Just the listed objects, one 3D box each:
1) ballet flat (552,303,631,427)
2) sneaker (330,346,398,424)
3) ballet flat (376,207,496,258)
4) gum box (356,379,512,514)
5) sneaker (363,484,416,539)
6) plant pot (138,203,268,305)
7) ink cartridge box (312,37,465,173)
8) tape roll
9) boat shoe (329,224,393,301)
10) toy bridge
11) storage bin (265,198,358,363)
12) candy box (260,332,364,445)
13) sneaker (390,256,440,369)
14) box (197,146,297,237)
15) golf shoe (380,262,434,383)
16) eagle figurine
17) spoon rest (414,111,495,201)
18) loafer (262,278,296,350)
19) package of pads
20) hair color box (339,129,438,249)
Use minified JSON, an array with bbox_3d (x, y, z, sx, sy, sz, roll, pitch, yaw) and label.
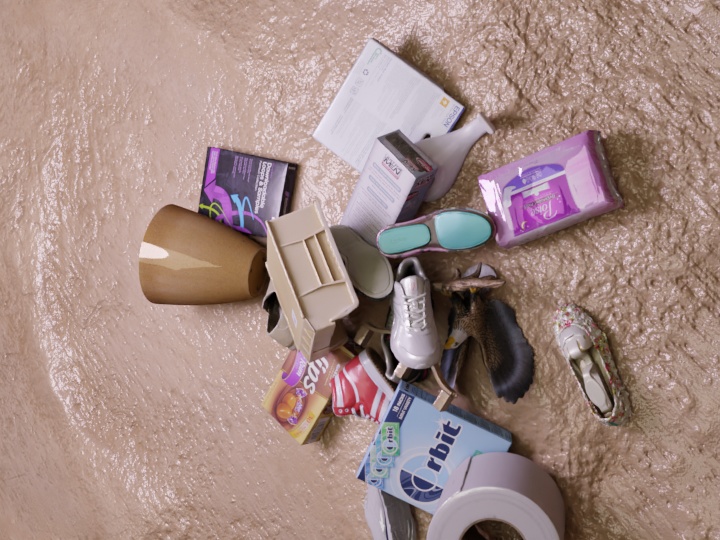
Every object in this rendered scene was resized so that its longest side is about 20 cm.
[{"bbox_3d":[0.342,0.139,1.454,0.075,0.064,0.202,-36,72,28],"label":"ballet flat"},{"bbox_3d":[0.028,0.241,1.630,0.112,0.071,0.201,-36,81,16],"label":"sneaker"},{"bbox_3d":[0.123,-0.059,1.539,0.197,0.071,0.070,-10,91,22],"label":"ballet flat"},{"bbox_3d":[0.117,0.296,1.558,0.198,0.045,0.172,26,105,0],"label":"gum box"},{"bbox_3d":[0.037,0.380,1.648,0.080,0.076,0.203,-13,79,49],"label":"sneaker"},{"bbox_3d":[-0.276,-0.011,1.789,0.197,0.186,0.189,12,97,17],"label":"plant pot"},{"bbox_3d":[0.048,-0.251,1.636,0.199,0.043,0.197,37,110,5],"label":"ink cartridge box"},{"bbox_3d":[0.206,0.393,1.464,0.199,0.139,0.206,3,102,13],"label":"tape roll"},{"bbox_3d":[-0.002,0.001,1.591,0.199,0.074,0.067,42,154,44],"label":"boat shoe"},{"bbox_3d":[0.079,0.140,1.540,0.199,0.027,0.068,37,104,27],"label":"toy bridge"},{"bbox_3d":[-0.081,0.024,1.586,0.093,0.200,0.201,-19,74,-13],"label":"storage bin"},{"bbox_3d":[-0.082,0.193,1.726,0.116,0.056,0.202,40,112,26],"label":"candy box"},{"bbox_3d":[0.079,0.060,1.503,0.077,0.100,0.202,-7,45,-4],"label":"sneaker"},{"bbox_3d":[-0.214,-0.145,1.817,0.198,0.036,0.145,14,98,30],"label":"box"},{"bbox_3d":[0.074,0.087,1.609,0.076,0.088,0.203,-6,86,33],"label":"golf shoe"},{"bbox_3d":[0.178,0.101,1.539,0.152,0.149,0.202,-136,24,-65],"label":"eagle figurine"},{"bbox_3d":[0.140,-0.188,1.580,0.199,0.061,0.100,-36,95,33],"label":"spoon rest"},{"bbox_3d":[-0.136,0.041,1.721,0.075,0.068,0.202,-36,50,37],"label":"loafer"},{"bbox_3d":[0.288,-0.121,1.477,0.198,0.075,0.122,-21,80,31],"label":"package of pads"},{"bbox_3d":[0.043,-0.119,1.596,0.099,0.060,0.201,46,138,21],"label":"hair color box"}]
